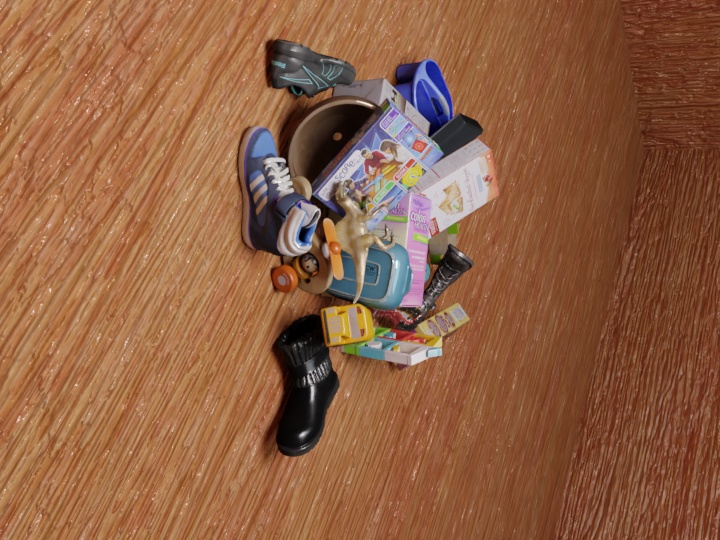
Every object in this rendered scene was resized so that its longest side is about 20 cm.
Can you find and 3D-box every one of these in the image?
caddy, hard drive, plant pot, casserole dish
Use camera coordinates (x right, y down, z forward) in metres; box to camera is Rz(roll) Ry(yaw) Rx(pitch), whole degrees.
[{"bbox_3d":[0.140,-0.354,1.502,0.201,0.103,0.144,54,50,-46],"label":"caddy"},{"bbox_3d":[0.159,-0.248,1.471,0.033,0.199,0.139,57,24,11],"label":"hard drive"},{"bbox_3d":[-0.035,-0.218,1.225,0.093,0.197,0.203,-110,178,-53],"label":"plant pot"},{"bbox_3d":[0.000,0.000,1.250,0.039,0.196,0.124,4,98,-60],"label":"casserole dish"}]

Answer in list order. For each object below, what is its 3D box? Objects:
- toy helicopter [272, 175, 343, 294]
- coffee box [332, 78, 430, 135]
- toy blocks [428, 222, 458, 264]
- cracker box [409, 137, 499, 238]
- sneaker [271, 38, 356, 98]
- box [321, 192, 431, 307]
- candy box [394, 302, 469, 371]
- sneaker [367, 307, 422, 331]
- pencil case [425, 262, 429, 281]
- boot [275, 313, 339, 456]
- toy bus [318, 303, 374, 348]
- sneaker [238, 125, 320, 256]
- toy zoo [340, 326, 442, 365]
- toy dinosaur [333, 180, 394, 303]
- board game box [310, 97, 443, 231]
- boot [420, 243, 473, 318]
[{"bbox_3d":[-0.086,-0.057,1.169,0.079,0.130,0.205,-31,120,-50],"label":"toy helicopter"},{"bbox_3d":[0.040,-0.286,1.349,0.199,0.112,0.082,24,74,-55],"label":"coffee box"},{"bbox_3d":[0.198,-0.134,1.659,0.137,0.098,0.204,-47,134,-59],"label":"toy blocks"},{"bbox_3d":[0.197,-0.174,1.505,0.198,0.058,0.135,-32,137,-6],"label":"cracker box"},{"bbox_3d":[-0.084,-0.338,1.201,0.198,0.075,0.081,-1,110,-51],"label":"sneaker"},{"bbox_3d":[0.030,-0.042,1.312,0.096,0.173,0.205,5,90,-60],"label":"box"},{"bbox_3d":[0.158,0.148,1.598,0.057,0.117,0.199,51,33,11],"label":"candy box"},{"bbox_3d":[0.043,0.058,1.457,0.078,0.082,0.199,-47,128,6],"label":"sneaker"},{"bbox_3d":[0.087,-0.064,1.486,0.092,0.084,0.203,-39,129,-28],"label":"pencil case"},{"bbox_3d":[-0.105,0.196,1.219,0.213,0.078,0.160,-67,152,-50],"label":"boot"},{"bbox_3d":[-0.022,0.097,1.224,0.200,0.076,0.067,49,32,-82],"label":"toy bus"},{"bbox_3d":[-0.116,-0.124,1.098,0.080,0.144,0.205,-8,102,-56],"label":"sneaker"},{"bbox_3d":[0.075,0.150,1.393,0.130,0.196,0.021,-20,112,-54],"label":"toy zoo"},{"bbox_3d":[0.004,-0.053,1.189,0.058,0.099,0.205,180,-101,-82],"label":"toy dinosaur"},{"bbox_3d":[0.027,-0.172,1.192,0.134,0.200,0.035,35,20,-29],"label":"board game box"},{"bbox_3d":[0.169,0.041,1.552,0.175,0.069,0.200,-50,168,-11],"label":"boot"}]
